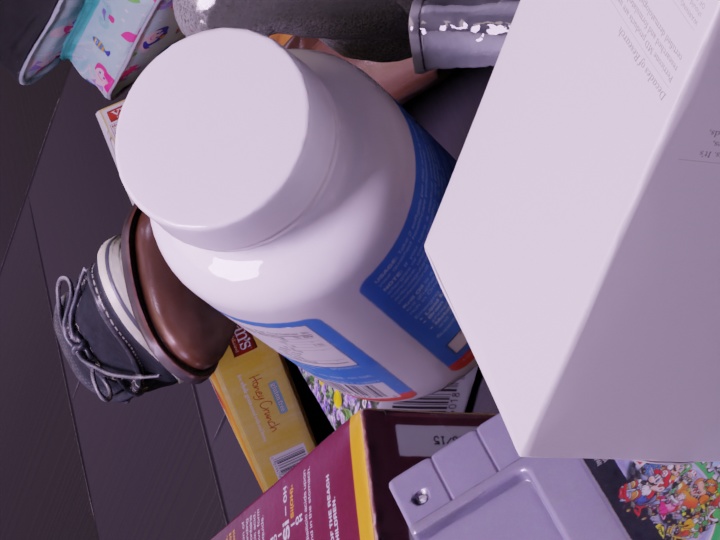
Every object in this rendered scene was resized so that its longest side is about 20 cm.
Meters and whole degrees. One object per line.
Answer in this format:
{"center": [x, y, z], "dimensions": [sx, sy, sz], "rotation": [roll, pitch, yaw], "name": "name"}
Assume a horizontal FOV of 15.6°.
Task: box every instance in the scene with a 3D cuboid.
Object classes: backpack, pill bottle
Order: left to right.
{"center": [-0.124, -0.207, 1.438], "dimensions": [0.200, 0.151, 0.178], "rotation": [-54, 1, -37], "name": "backpack"}
{"center": [-0.018, -0.024, 1.067], "dimensions": [0.200, 0.112, 0.112], "rotation": [41, -141, -61], "name": "pill bottle"}

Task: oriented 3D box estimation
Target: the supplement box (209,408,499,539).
{"center": [0.016, 0.131, 1.138], "dimensions": [0.200, 0.110, 0.086], "rotation": [136, 133, -58], "name": "supplement box"}

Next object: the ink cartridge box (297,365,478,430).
{"center": [0.000, 0.000, 1.267], "dimensions": [0.200, 0.050, 0.109], "rotation": [-124, 43, -54], "name": "ink cartridge box"}

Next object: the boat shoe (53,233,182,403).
{"center": [-0.120, 0.031, 1.317], "dimensions": [0.200, 0.062, 0.075], "rotation": [101, 146, -81], "name": "boat shoe"}

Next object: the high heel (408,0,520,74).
{"center": [0.106, -0.026, 1.033], "dimensions": [0.071, 0.142, 0.200], "rotation": [-62, -36, -46], "name": "high heel"}

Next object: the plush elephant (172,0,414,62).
{"center": [0.039, -0.172, 1.083], "dimensions": [0.155, 0.200, 0.165], "rotation": [-83, 6, -62], "name": "plush elephant"}

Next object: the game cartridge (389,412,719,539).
{"center": [0.097, 0.110, 0.949], "dimensions": [0.130, 0.038, 0.200], "rotation": [-36, 39, 6], "name": "game cartridge"}

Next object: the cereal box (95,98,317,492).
{"center": [-0.079, 0.012, 1.386], "dimensions": [0.200, 0.040, 0.144], "rotation": [-120, 8, -52], "name": "cereal box"}

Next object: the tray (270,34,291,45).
{"center": [-0.035, -0.115, 1.385], "dimensions": [0.200, 0.037, 0.099], "rotation": [124, 142, -52], "name": "tray"}

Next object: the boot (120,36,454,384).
{"center": [-0.018, -0.060, 1.206], "dimensions": [0.200, 0.064, 0.187], "rotation": [-28, 45, 35], "name": "boot"}

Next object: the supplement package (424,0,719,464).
{"center": [0.119, -0.045, 0.903], "dimensions": [0.120, 0.121, 0.200], "rotation": [-114, 35, -46], "name": "supplement package"}
